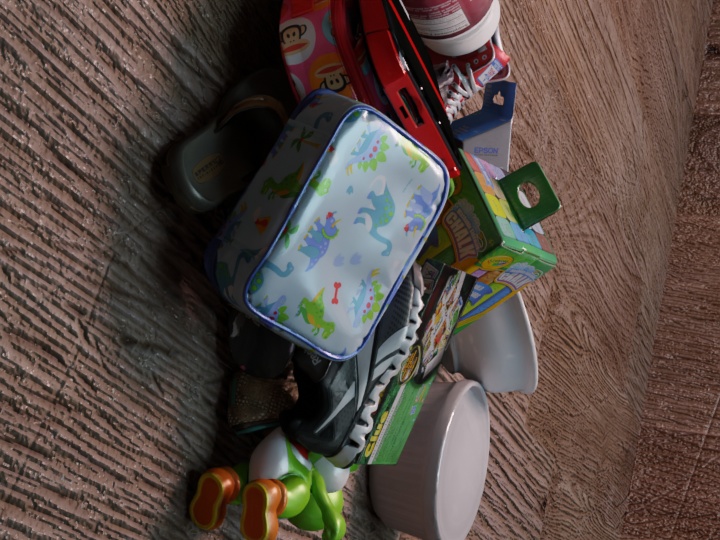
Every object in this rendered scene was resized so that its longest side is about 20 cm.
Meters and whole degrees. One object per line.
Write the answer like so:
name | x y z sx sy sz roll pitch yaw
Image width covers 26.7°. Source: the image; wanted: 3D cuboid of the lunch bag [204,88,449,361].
lunch bag | -0.023 -0.034 1.264 0.161 0.082 0.201 32 87 -41

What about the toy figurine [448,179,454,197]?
toy figurine | 0.000 0.000 1.459 0.200 0.149 0.185 109 -9 -73

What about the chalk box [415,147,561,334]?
chalk box | 0.113 -0.037 1.589 0.124 0.200 0.125 16 43 -53

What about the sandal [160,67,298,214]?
sandal | -0.095 -0.114 1.266 0.082 0.054 0.200 57 37 -8

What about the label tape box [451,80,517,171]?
label tape box | 0.129 -0.125 1.779 0.144 0.063 0.201 -134 -134 -76

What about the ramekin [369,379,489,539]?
ramekin | 0.081 0.224 1.805 0.202 0.094 0.203 7 90 -68

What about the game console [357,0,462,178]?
game console | 0.037 -0.189 1.357 0.200 0.031 0.177 57 16 -52

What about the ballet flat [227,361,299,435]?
ballet flat | -0.043 0.110 1.422 0.200 0.070 0.066 -1 78 -48

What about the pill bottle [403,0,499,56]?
pill bottle | 0.079 -0.313 1.605 0.200 0.114 0.115 46 54 -64

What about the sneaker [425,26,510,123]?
sneaker | 0.105 -0.195 1.710 0.071 0.112 0.201 22 76 -68

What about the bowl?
bowl | 0.138 0.067 1.855 0.201 0.090 0.202 164 -90 -80

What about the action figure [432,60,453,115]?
action figure | 0.042 -0.149 1.585 0.200 0.102 0.119 93 17 -57

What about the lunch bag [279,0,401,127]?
lunch bag | -0.021 -0.206 1.366 0.200 0.082 0.177 -86 156 -54

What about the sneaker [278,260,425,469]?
sneaker | -0.011 0.073 1.339 0.090 0.066 0.201 22 94 -30

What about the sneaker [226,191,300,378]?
sneaker | -0.075 -0.008 1.366 0.086 0.080 0.201 -15 116 -73

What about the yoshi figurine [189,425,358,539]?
yoshi figurine | -0.065 0.210 1.392 0.200 0.112 0.113 -13 69 -59

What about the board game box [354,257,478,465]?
board game box | 0.048 0.088 1.428 0.201 0.023 0.105 -66 159 2

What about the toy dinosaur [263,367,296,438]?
toy dinosaur | -0.043 0.081 1.487 0.106 0.060 0.201 38 61 -64
